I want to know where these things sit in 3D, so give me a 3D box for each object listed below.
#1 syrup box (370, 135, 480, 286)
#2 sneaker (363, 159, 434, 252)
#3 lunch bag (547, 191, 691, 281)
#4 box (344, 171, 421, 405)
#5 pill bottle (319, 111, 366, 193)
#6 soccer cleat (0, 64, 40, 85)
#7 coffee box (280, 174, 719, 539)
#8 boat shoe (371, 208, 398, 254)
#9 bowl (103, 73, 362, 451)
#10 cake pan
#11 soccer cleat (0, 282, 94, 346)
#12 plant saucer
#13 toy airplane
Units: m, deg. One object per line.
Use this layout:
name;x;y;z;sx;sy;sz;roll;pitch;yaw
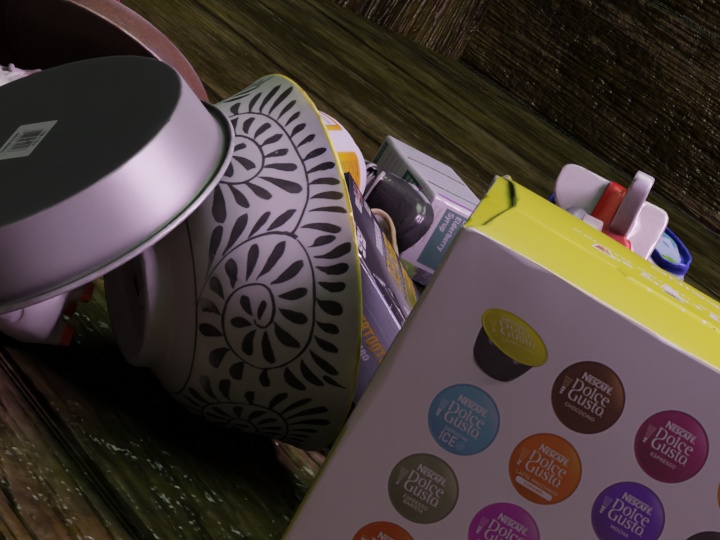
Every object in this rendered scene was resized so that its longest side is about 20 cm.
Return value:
syrup box;0.059;-0.051;1.582;0.081;0.079;0.200;26;13;-19
sneaker;-0.029;-0.088;1.478;0.200;0.075;0.116;29;-15;44
lunch bag;0.168;0.025;1.314;0.127;0.170;0.200;34;13;7
box;0.012;0.034;1.032;0.159;0.048;0.200;59;7;-11
pill bottle;-0.061;-0.072;1.309;0.111;0.111;0.200;32;12;12
soccer cleat;-0.218;-0.108;1.114;0.199;0.078;0.069;27;32;-19
coffee box;0.094;0.095;0.786;0.199;0.198;0.200;30;12;3
boat shoe;0.002;0.001;1.275;0.073;0.063;0.201;29;12;-4
bowl;-0.079;0.002;0.886;0.094;0.202;0.201;-7;28;-22
cake pan;-0.160;-0.047;0.825;0.200;0.199;0.037;50;-17;59
soccer cleat;-0.187;-0.023;0.929;0.077;0.070;0.200;23;17;-17
plant saucer;-0.180;-0.131;1.170;0.199;0.035;0.201;24;-28;14
toy airplane;0.119;0.024;1.067;0.140;0.201;0.199;8;28;3
